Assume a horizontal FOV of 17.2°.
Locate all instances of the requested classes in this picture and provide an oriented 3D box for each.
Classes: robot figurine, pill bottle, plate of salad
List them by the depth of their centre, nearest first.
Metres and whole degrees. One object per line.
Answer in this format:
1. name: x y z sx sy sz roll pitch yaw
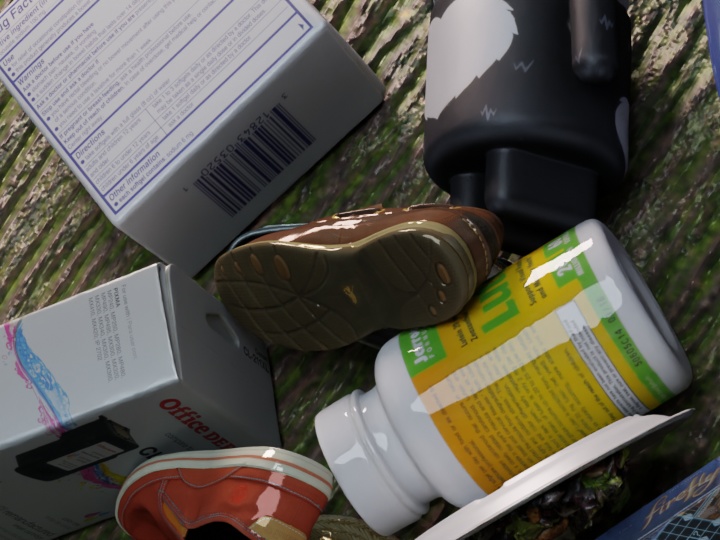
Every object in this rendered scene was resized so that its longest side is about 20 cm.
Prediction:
1. plate of salad: 0.098 0.133 1.277 0.200 0.200 0.048 -31 80 11
2. pill bottle: 0.078 0.067 1.355 0.200 0.111 0.111 -32 59 10
3. robot figurine: 0.097 -0.112 1.413 0.150 0.125 0.201 -6 66 24

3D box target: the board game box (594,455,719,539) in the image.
1. board game box: 0.153 0.205 1.257 0.200 0.136 0.035 -34 14 8

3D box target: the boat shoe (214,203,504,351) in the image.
1. boat shoe: 0.000 0.000 1.385 0.200 0.072 0.068 -8 21 42

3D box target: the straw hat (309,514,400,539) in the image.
1. straw hat: -0.054 0.222 1.367 0.200 0.085 0.202 -10 64 22

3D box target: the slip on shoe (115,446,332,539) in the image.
1. slip on shoe: -0.088 0.145 1.385 0.200 0.074 0.061 -15 52 54

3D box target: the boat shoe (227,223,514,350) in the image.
1. boat shoe: 0.009 0.008 1.442 0.199 0.062 0.073 7 72 28

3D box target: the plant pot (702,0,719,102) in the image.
1. plant pot: 0.300 -0.068 1.263 0.199 0.200 0.181 -7 73 23

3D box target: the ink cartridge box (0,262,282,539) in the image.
1. ink cartridge box: -0.168 0.087 1.444 0.199 0.146 0.083 -21 61 17

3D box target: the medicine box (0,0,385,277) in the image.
1. medicine box: -0.119 -0.133 1.539 0.182 0.103 0.200 -43 57 3
